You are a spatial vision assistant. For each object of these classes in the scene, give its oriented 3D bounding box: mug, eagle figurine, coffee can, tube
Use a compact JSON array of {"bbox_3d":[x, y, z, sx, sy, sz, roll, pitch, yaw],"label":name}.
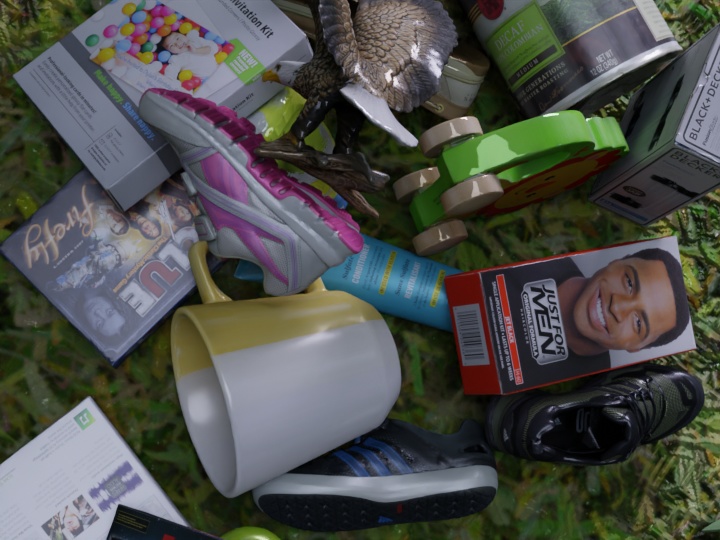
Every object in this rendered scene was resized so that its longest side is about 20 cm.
[{"bbox_3d":[-0.055,0.067,1.018,0.153,0.149,0.187,-14,112,-21],"label":"mug"},{"bbox_3d":[-0.012,-0.161,0.962,0.151,0.152,0.200,15,78,7],"label":"eagle figurine"},{"bbox_3d":[0.161,-0.235,1.110,0.146,0.146,0.200,-28,85,-13],"label":"coffee can"},{"bbox_3d":[0.000,0.000,1.097,0.199,0.050,0.078,17,67,1],"label":"tube"}]

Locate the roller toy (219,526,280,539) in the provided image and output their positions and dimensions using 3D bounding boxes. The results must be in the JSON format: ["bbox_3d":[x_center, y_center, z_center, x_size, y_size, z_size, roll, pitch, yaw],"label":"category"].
[{"bbox_3d":[-0.046,0.306,0.967,0.200,0.140,0.183,27,84,-17],"label":"roller toy"}]

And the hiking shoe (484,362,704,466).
[{"bbox_3d":[0.206,0.127,1.060,0.199,0.101,0.076,-9,106,-20],"label":"hiking shoe"}]

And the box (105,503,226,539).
[{"bbox_3d":[-0.138,0.248,0.916,0.038,0.200,0.137,26,76,-31],"label":"box"}]

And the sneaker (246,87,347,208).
[{"bbox_3d":[-0.066,-0.120,1.098,0.076,0.105,0.200,-28,56,4],"label":"sneaker"}]

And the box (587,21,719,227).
[{"bbox_3d":[0.266,-0.115,1.077,0.060,0.200,0.117,26,76,-4],"label":"box"}]

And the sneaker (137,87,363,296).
[{"bbox_3d":[-0.097,-0.055,0.968,0.200,0.081,0.088,43,105,7],"label":"sneaker"}]

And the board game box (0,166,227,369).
[{"bbox_3d":[-0.176,-0.037,1.070,0.135,0.035,0.200,44,79,3],"label":"board game box"}]

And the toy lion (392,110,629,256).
[{"bbox_3d":[0.132,-0.082,1.049,0.191,0.200,0.069,-19,80,-11],"label":"toy lion"}]

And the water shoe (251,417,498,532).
[{"bbox_3d":[0.010,0.164,1.066,0.199,0.072,0.079,0,52,-8],"label":"water shoe"}]

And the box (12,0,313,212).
[{"bbox_3d":[-0.160,-0.163,1.059,0.200,0.041,0.156,-38,61,-8],"label":"box"}]

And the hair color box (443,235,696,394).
[{"bbox_3d":[0.175,0.035,1.076,0.200,0.061,0.102,-11,90,-27],"label":"hair color box"}]

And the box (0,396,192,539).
[{"bbox_3d":[-0.211,0.221,1.027,0.144,0.036,0.200,-37,86,-13],"label":"box"}]

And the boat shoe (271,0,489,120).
[{"bbox_3d":[0.007,-0.183,1.112,0.200,0.074,0.067,24,115,12],"label":"boat shoe"}]

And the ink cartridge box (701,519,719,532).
[{"bbox_3d":[0.398,0.193,1.092,0.200,0.104,0.059,-27,84,-13],"label":"ink cartridge box"}]
